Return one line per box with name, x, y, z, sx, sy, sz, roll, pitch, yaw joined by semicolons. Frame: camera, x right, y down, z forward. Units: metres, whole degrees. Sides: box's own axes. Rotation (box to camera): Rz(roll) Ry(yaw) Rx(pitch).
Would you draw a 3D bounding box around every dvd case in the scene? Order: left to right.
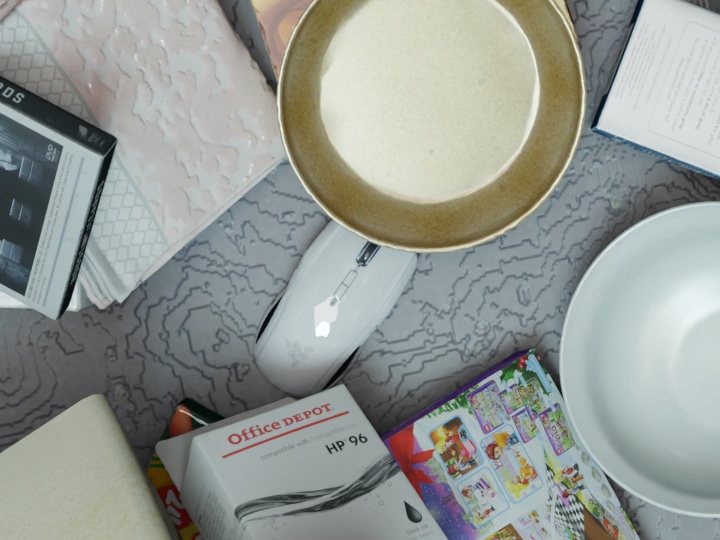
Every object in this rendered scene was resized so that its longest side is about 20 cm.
dvd case;-0.252;-0.069;1.112;0.199;0.025;0.151;28;134;3

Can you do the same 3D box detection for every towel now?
towel;-0.146;-0.108;1.170;0.191;0.032;0.201;-46;121;-28

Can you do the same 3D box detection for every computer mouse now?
computer mouse;0.000;0.000;1.239;0.109;0.044;0.201;33;93;0

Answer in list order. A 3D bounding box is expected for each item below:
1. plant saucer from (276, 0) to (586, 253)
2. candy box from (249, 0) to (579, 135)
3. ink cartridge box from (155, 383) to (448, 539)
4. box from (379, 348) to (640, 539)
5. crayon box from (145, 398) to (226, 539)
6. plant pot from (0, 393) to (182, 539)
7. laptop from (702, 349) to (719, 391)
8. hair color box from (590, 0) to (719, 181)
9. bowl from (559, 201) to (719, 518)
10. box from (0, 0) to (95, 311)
plant saucer;0.045;-0.113;1.184;0.198;0.035;0.202;-1;107;-2
candy box;0.034;-0.173;1.224;0.199;0.056;0.118;-18;93;5
ink cartridge box;-0.035;0.149;1.151;0.115;0.068;0.200;-17;55;-29
box;0.104;0.172;1.221;0.136;0.039;0.201;-29;91;-18
crayon box;-0.061;0.188;1.246;0.199;0.051;0.128;26;93;1
plant pot;-0.172;0.230;1.080;0.199;0.200;0.177;-33;62;-11
laptop;0.326;0.107;1.197;0.199;0.103;0.178;27;93;2
hair color box;0.262;-0.103;1.213;0.199;0.061;0.101;21;93;2
bowl;0.237;0.061;1.191;0.200;0.090;0.203;-4;80;24
box;-0.227;-0.078;1.218;0.111;0.101;0.202;3;92;2
